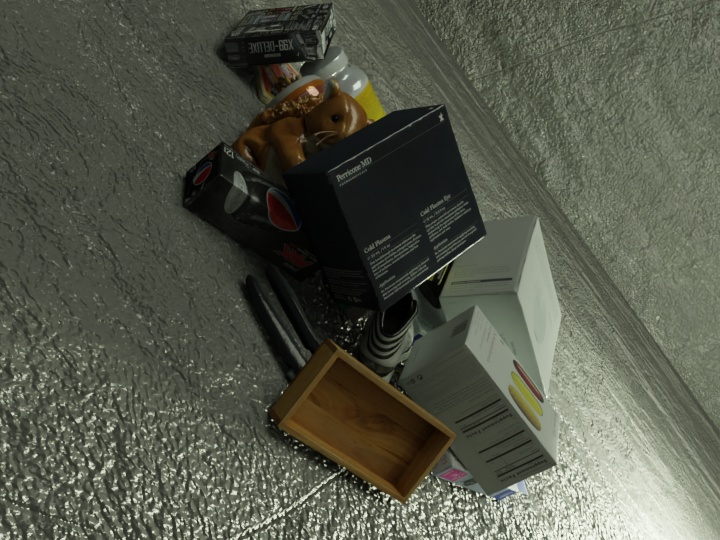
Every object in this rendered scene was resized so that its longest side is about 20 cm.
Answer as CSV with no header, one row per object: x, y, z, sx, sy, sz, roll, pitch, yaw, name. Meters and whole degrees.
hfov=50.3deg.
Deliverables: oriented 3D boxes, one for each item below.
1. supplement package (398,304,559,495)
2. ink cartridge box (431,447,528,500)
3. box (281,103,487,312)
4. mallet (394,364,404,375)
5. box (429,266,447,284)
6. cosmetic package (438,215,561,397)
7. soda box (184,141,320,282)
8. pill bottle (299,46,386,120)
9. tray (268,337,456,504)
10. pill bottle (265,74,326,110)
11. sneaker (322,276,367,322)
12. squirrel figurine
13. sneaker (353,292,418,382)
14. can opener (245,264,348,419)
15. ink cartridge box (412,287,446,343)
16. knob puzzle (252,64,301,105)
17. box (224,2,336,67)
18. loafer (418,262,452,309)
0.160,0.169,1.003,0.200,0.109,0.114,52,27,-10,supplement package
0.157,0.250,1.078,0.199,0.042,0.120,29,35,-40,ink cartridge box
0.035,-0.081,0.952,0.199,0.104,0.183,-33,114,-29,box
0.106,0.171,1.106,0.199,0.066,0.041,20,44,-29,mallet
0.033,-0.047,1.096,0.199,0.050,0.075,25,12,1,box
0.222,0.056,1.177,0.200,0.122,0.200,-60,136,-48,cosmetic package
-0.120,-0.068,0.953,0.200,0.071,0.064,35,34,-37,soda box
-0.022,-0.273,1.309,0.112,0.111,0.201,-91,155,-54,pill bottle
0.007,0.167,0.832,0.200,0.099,0.037,39,-2,-31,tray
-0.053,-0.195,1.203,0.201,0.112,0.112,55,23,1,pill bottle
0.000,0.000,1.087,0.080,0.071,0.200,47,20,-5,sneaker
-0.076,-0.188,1.052,0.141,0.186,0.201,38,29,-31,squirrel figurine
0.052,0.066,1.018,0.075,0.116,0.201,28,25,2,sneaker
-0.071,0.084,0.873,0.063,0.079,0.201,-31,80,-28,can opener
0.109,0.060,1.247,0.199,0.041,0.201,31,31,-44,ink cartridge box
-0.119,-0.326,1.363,0.219,0.030,0.220,42,26,-25,knob puzzle
-0.129,-0.399,1.290,0.200,0.156,0.050,-83,168,-59,box
0.148,-0.001,1.265,0.073,0.071,0.200,48,22,-12,loafer
